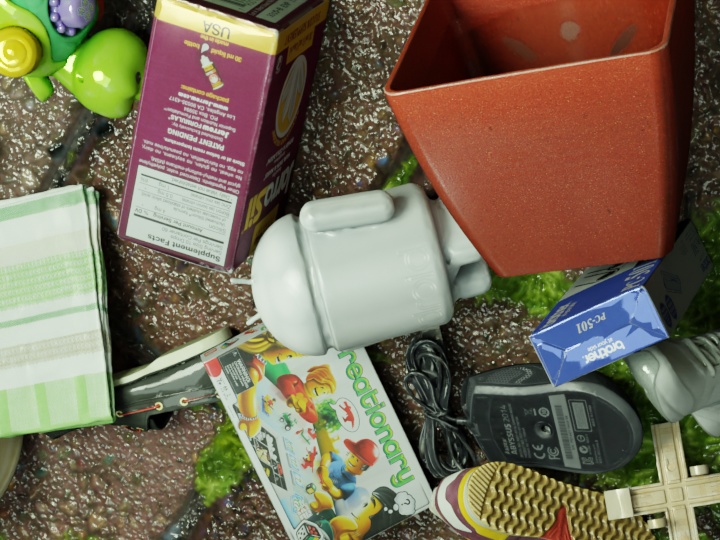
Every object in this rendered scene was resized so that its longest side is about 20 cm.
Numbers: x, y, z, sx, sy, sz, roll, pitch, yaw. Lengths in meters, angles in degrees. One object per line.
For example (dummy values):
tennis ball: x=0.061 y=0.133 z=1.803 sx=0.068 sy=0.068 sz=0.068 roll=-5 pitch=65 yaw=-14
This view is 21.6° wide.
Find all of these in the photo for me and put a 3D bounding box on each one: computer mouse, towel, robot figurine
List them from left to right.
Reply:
towel: x=-0.276 y=0.037 z=1.600 sx=0.148 sy=0.031 sz=0.202 roll=-10 pitch=83 yaw=23
robot figurine: x=0.000 y=0.000 z=1.476 sx=0.198 sy=0.114 sz=0.170 roll=-15 pitch=136 yaw=1
computer mouse: x=0.138 y=0.109 z=1.529 sx=0.198 sy=0.053 sz=0.140 roll=4 pitch=121 yaw=25

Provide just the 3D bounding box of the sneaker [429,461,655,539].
sneaker: x=0.152 y=0.211 z=1.549 sx=0.199 sy=0.076 sz=0.090 roll=29 pitch=158 yaw=-20

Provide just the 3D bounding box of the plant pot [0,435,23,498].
plant pot: x=-0.424 y=0.135 z=1.648 sx=0.172 sy=0.200 sz=0.202 roll=-10 pitch=107 yaw=37

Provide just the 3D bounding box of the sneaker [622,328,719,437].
sneaker: x=0.255 y=0.070 z=1.412 sx=0.080 sy=0.200 sz=0.071 roll=-39 pitch=66 yaw=18

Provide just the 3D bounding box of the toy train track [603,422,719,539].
toy train track: x=0.291 y=0.170 z=1.492 sx=0.198 sy=0.033 sz=0.116 roll=-11 pitch=82 yaw=10

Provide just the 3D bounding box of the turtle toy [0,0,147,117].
turtle toy: x=-0.244 y=-0.204 z=1.483 sx=0.101 sy=0.146 sz=0.201 roll=-31 pitch=100 yaw=3

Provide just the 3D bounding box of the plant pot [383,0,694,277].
plant pot: x=0.150 y=-0.110 z=1.374 sx=0.198 sy=0.201 sz=0.178 roll=-7 pitch=120 yaw=19

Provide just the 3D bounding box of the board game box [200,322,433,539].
board game box: x=-0.034 y=0.132 z=1.570 sx=0.125 sy=0.035 sz=0.201 roll=-27 pitch=102 yaw=-5

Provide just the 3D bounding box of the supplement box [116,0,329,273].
supplement box: x=-0.106 y=-0.120 z=1.472 sx=0.102 sy=0.131 sz=0.202 roll=18 pitch=115 yaw=10

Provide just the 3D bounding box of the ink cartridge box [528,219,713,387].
ink cartridge box: x=0.196 y=0.021 z=1.392 sx=0.093 sy=0.200 sz=0.045 roll=-25 pitch=95 yaw=24

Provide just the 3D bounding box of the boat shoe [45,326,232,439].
boat shoe: x=-0.189 y=0.110 z=1.615 sx=0.200 sy=0.074 sz=0.064 roll=-21 pitch=95 yaw=18
